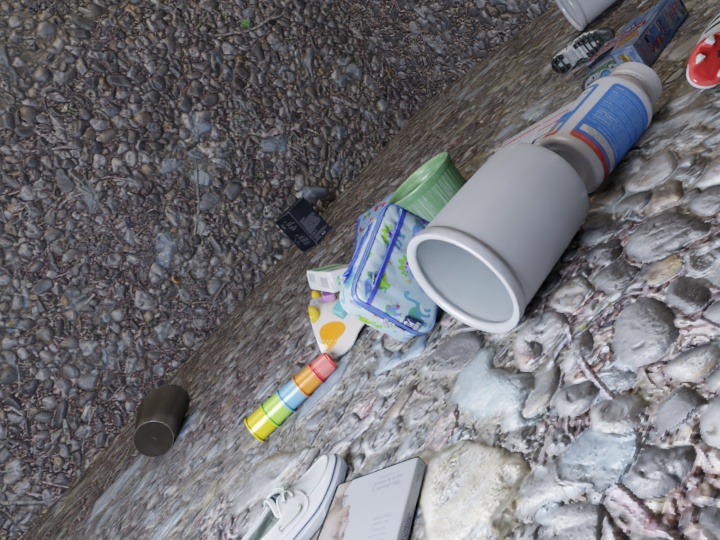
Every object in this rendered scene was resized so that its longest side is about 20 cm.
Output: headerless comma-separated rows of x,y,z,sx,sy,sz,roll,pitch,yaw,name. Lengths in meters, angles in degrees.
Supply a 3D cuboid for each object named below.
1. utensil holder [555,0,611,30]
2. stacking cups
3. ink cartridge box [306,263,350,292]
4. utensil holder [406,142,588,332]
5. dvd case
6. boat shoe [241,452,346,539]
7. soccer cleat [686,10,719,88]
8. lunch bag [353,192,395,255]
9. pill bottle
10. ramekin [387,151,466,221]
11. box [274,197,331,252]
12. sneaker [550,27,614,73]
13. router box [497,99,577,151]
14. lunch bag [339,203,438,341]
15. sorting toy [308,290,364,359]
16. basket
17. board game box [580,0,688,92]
0.718,-0.876,1.641,0.199,0.170,0.170,-36,15,21,utensil holder
-0.131,0.236,1.023,0.200,0.061,0.060,-44,13,-2,stacking cups
0.000,0.000,1.158,0.198,0.051,0.161,-16,7,-21,ink cartridge box
0.187,-0.048,0.717,0.200,0.170,0.170,-48,14,-22,utensil holder
-0.008,0.297,0.560,0.142,0.018,0.201,-34,17,35,dvd case
-0.091,0.306,0.673,0.073,0.067,0.201,-25,23,52,boat shoe
0.537,-0.336,0.795,0.201,0.068,0.085,-56,-9,-12,soccer cleat
0.052,-0.093,1.459,0.150,0.094,0.201,-31,28,36,lunch bag
0.371,-0.223,0.822,0.200,0.112,0.112,-46,14,-13,pill bottle
0.173,-0.196,1.359,0.200,0.098,0.200,-41,13,12,ramekin
-0.269,-0.211,2.498,0.118,0.200,0.196,-49,15,-25,box
0.591,-0.595,1.404,0.091,0.066,0.200,-50,12,-15,sneaker
0.342,-0.235,1.081,0.180,0.049,0.199,-52,15,-31,router box
0.061,0.002,0.883,0.082,0.160,0.202,-36,27,61,lunch bag
-0.011,0.074,1.141,0.178,0.108,0.200,-23,16,4,sorting toy
-0.610,0.461,1.619,0.180,0.136,0.200,-39,17,-1,basket
0.550,-0.455,1.109,0.199,0.062,0.200,-26,21,52,board game box
